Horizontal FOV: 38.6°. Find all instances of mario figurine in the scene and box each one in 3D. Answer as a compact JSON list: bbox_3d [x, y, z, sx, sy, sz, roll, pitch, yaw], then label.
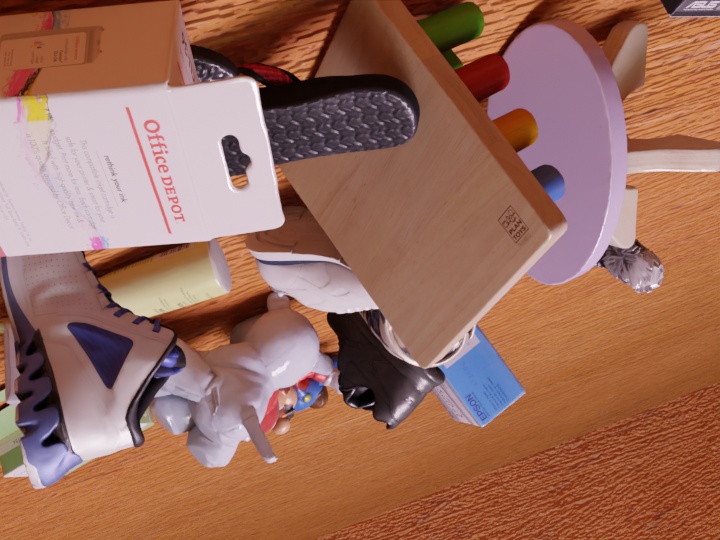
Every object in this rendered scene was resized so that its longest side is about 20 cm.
[{"bbox_3d":[-0.082,0.163,1.252,0.199,0.105,0.125,-4,120,-58],"label":"mario figurine"}]

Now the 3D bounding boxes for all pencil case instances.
[{"bbox_3d":[0.043,0.025,0.955,0.088,0.079,0.200,-8,-164,-11],"label":"pencil case"}]

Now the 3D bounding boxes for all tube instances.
[{"bbox_3d":[-0.208,0.026,0.874,0.197,0.052,0.059,-18,123,7],"label":"tube"}]

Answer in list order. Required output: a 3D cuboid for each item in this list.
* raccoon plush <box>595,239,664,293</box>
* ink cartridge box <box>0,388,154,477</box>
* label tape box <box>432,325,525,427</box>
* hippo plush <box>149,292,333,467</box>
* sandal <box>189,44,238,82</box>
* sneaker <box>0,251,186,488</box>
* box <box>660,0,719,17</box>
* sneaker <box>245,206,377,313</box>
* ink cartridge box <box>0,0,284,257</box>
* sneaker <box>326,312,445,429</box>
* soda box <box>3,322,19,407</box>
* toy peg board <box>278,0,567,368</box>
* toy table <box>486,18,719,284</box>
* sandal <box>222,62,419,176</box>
[{"bbox_3d":[0.217,-0.034,0.986,0.133,0.200,0.098,-11,136,-49],"label":"raccoon plush"},{"bbox_3d":[-0.338,0.173,1.101,0.144,0.049,0.199,-30,161,19],"label":"ink cartridge box"},{"bbox_3d":[0.092,0.094,1.137,0.066,0.144,0.200,-37,180,-11],"label":"label tape box"},{"bbox_3d":[-0.126,0.089,1.038,0.161,0.160,0.199,-46,-171,-29],"label":"hippo plush"},{"bbox_3d":[-0.163,-0.101,0.610,0.198,0.049,0.075,-15,149,22],"label":"sandal"},{"bbox_3d":[-0.183,0.041,0.714,0.113,0.203,0.081,-9,162,-13],"label":"sneaker"},{"bbox_3d":[0.330,-0.255,0.751,0.197,0.045,0.160,-10,155,-32],"label":"box"},{"bbox_3d":[0.000,0.000,0.857,0.077,0.197,0.081,-54,142,-36],"label":"sneaker"},{"bbox_3d":[-0.143,-0.073,0.548,0.196,0.068,0.117,-4,142,2],"label":"ink cartridge box"},{"bbox_3d":[0.004,0.092,1.061,0.076,0.200,0.091,38,89,-30],"label":"sneaker"},{"bbox_3d":[-0.255,0.090,0.888,0.067,0.065,0.200,-4,167,-9],"label":"soda box"},{"bbox_3d":[0.057,-0.072,0.721,0.097,0.200,0.200,-28,165,-32],"label":"toy peg board"},{"bbox_3d":[0.184,-0.099,0.816,0.116,0.183,0.203,-19,128,-37],"label":"toy table"},{"bbox_3d":[-0.058,-0.103,0.662,0.196,0.046,0.075,-3,148,13],"label":"sandal"}]
